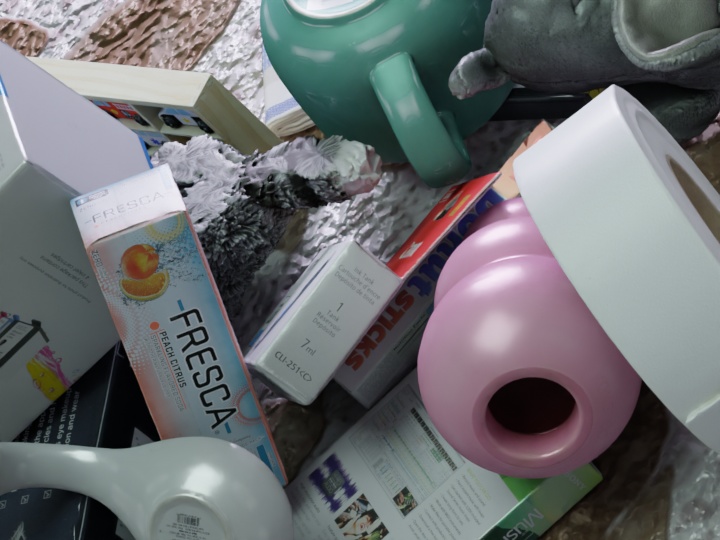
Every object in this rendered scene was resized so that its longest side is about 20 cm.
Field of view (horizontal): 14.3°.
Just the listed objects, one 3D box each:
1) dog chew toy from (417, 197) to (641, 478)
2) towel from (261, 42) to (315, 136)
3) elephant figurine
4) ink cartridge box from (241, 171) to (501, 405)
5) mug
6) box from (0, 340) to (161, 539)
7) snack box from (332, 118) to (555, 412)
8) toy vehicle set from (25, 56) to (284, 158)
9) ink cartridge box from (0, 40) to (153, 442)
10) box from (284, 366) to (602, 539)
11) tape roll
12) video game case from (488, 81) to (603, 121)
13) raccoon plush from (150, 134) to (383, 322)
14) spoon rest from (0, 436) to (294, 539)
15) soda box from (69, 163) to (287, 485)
[{"bbox_3d":[0.094,0.027,1.615,0.125,0.125,0.200,-31,26,18],"label":"dog chew toy"},{"bbox_3d":[-0.005,-0.190,1.975,0.147,0.024,0.200,-24,46,24],"label":"towel"},{"bbox_3d":[0.186,-0.147,1.701,0.200,0.141,0.155,25,110,21],"label":"elephant figurine"},{"bbox_3d":[0.000,0.000,1.724,0.176,0.045,0.200,-51,4,-5],"label":"ink cartridge box"},{"bbox_3d":[0.024,-0.154,1.788,0.185,0.114,0.152,30,76,40],"label":"mug"},{"bbox_3d":[-0.208,0.162,1.800,0.200,0.117,0.197,-14,51,31],"label":"box"},{"bbox_3d":[0.062,0.002,1.729,0.024,0.072,0.200,39,87,25],"label":"snack box"},{"bbox_3d":[-0.137,-0.094,1.936,0.200,0.124,0.027,8,65,44],"label":"toy vehicle set"},{"bbox_3d":[-0.233,-0.008,1.743,0.200,0.145,0.147,-42,40,16],"label":"ink cartridge box"},{"bbox_3d":[0.031,0.139,1.678,0.200,0.036,0.144,-43,41,7],"label":"box"},{"bbox_3d":[0.169,0.000,1.542,0.071,0.202,0.202,-36,42,12],"label":"tape roll"},{"bbox_3d":[0.079,-0.176,1.867,0.200,0.026,0.181,-1,59,29],"label":"video game case"},{"bbox_3d":[-0.063,-0.008,1.816,0.200,0.134,0.097,1,53,30],"label":"raccoon plush"},{"bbox_3d":[-0.129,0.133,1.653,0.200,0.061,0.099,12,110,18],"label":"spoon rest"},{"bbox_3d":[-0.104,0.043,1.667,0.064,0.200,0.068,-20,31,-4],"label":"soda box"}]
